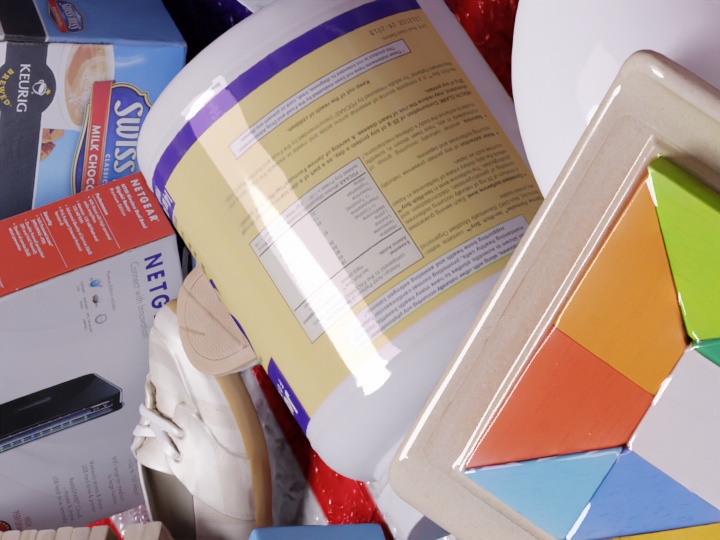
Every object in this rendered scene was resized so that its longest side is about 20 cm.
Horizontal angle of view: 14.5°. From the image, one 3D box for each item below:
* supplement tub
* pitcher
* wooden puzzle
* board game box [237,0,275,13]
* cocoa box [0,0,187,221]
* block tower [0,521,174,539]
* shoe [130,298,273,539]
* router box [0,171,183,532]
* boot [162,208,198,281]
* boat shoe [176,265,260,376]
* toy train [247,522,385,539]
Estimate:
[{"bbox_3d":[0.017,-0.006,1.144,0.200,0.145,0.145,57,144,14],"label":"supplement tub"},{"bbox_3d":[0.146,-0.032,0.985,0.171,0.121,0.201,-22,85,39],"label":"pitcher"},{"bbox_3d":[0.121,0.054,0.946,0.185,0.037,0.200,34,118,11],"label":"wooden puzzle"},{"bbox_3d":[-0.069,-0.171,1.263,0.035,0.126,0.200,-44,50,8],"label":"board game box"},{"bbox_3d":[-0.179,-0.098,1.495,0.200,0.131,0.134,-121,37,-59],"label":"cocoa box"},{"bbox_3d":[-0.171,0.165,1.405,0.054,0.199,0.058,60,-148,-43],"label":"block tower"},{"bbox_3d":[-0.079,0.111,1.410,0.070,0.053,0.201,26,132,56],"label":"shoe"},{"bbox_3d":[-0.173,0.059,1.434,0.200,0.179,0.049,84,161,-49],"label":"router box"},{"bbox_3d":[-0.057,-0.059,1.372,0.090,0.073,0.201,50,137,38],"label":"boot"},{"bbox_3d":[0.000,0.000,1.288,0.200,0.065,0.072,-25,78,41],"label":"boat shoe"},{"bbox_3d":[-0.031,0.215,1.365,0.200,0.086,0.115,111,151,-42],"label":"toy train"}]
